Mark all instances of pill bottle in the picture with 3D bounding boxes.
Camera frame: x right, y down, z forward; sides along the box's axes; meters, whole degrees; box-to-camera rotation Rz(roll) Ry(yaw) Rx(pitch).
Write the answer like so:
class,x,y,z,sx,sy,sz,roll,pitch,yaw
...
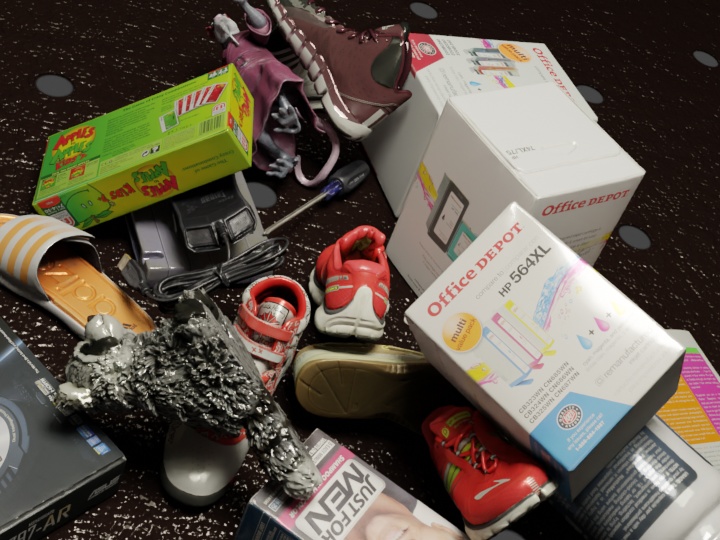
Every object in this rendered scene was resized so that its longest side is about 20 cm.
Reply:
class,x,y,z,sx,sy,sz,roll,pitch,yaw
pill bottle,0.233,0.187,0.993,0.119,0.120,0.200,-25,59,-40

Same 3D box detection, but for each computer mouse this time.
class,x,y,z,sx,sy,sz,roll,pitch,yaw
computer mouse,-0.157,-0.033,1.070,0.140,0.046,0.200,-25,47,-13

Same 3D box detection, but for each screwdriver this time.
class,x,y,z,sx,sy,sz,roll,pitch,yaw
screwdriver,-0.046,-0.069,1.207,0.028,0.029,0.200,31,39,15

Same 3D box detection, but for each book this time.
class,x,y,z,sx,sy,sz,roll,pitch,yaw
book,0.313,0.144,1.132,0.133,0.048,0.201,-2,47,-28

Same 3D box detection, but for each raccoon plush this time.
class,x,y,z,sx,sy,sz,roll,pitch,yaw
raccoon plush,-0.136,0.109,0.877,0.134,0.097,0.201,-34,71,1

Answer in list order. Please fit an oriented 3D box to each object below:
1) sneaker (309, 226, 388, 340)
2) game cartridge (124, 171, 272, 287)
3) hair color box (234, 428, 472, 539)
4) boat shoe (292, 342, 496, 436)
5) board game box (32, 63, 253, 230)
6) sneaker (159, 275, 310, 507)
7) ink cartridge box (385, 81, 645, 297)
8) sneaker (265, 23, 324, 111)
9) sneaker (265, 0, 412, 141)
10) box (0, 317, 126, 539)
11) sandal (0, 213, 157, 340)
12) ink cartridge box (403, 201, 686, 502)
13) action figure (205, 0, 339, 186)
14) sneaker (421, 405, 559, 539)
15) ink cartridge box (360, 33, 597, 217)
class,x,y,z,sx,sy,sz,roll,pitch,yaw
sneaker,0.000,0.000,1.069,0.076,0.086,0.200,11,13,-9
game cartridge,-0.167,-0.064,1.151,0.129,0.039,0.201,2,45,-28
hair color box,0.014,0.220,0.906,0.199,0.061,0.100,34,43,12
boat shoe,0.035,0.097,1.039,0.198,0.075,0.066,14,17,-19
board game box,-0.197,-0.109,1.087,0.199,0.048,0.102,-19,42,14
sneaker,-0.100,0.088,0.961,0.067,0.108,0.202,25,41,4
ink cartridge box,0.145,-0.055,1.150,0.146,0.201,0.146,-14,52,-35
sneaker,-0.035,-0.242,1.335,0.200,0.116,0.076,-20,56,-38
sneaker,-0.010,-0.243,1.214,0.201,0.115,0.076,60,18,3
box,-0.299,0.122,0.886,0.200,0.044,0.160,43,44,22
sandal,-0.252,-0.003,1.028,0.206,0.059,0.079,33,42,12
ink cartridge box,0.134,0.057,0.930,0.129,0.125,0.200,-45,68,-6
action figure,-0.100,-0.203,1.226,0.148,0.134,0.201,16,36,-45
sneaker,0.088,0.150,0.931,0.077,0.200,0.085,-33,98,-10
ink cartridge box,0.124,-0.156,1.291,0.198,0.145,0.146,-1,45,-26
